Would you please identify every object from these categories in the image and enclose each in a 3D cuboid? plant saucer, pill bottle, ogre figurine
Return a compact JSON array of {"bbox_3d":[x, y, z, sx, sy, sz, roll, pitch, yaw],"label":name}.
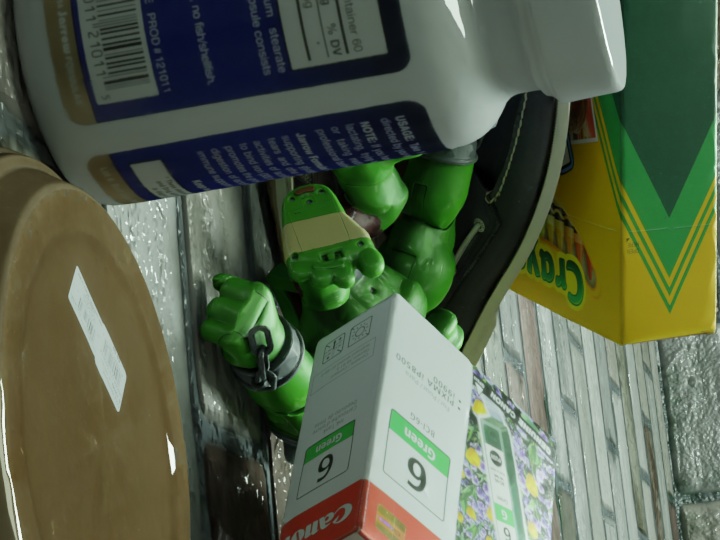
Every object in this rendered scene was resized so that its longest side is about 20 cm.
[{"bbox_3d":[-0.094,0.058,0.696,0.200,0.029,0.202,-9,90,-77],"label":"plant saucer"},{"bbox_3d":[-0.012,-0.093,0.769,0.116,0.198,0.117,-8,90,-78],"label":"pill bottle"},{"bbox_3d":[0.000,0.000,0.989,0.201,0.097,0.120,-74,164,-44],"label":"ogre figurine"}]

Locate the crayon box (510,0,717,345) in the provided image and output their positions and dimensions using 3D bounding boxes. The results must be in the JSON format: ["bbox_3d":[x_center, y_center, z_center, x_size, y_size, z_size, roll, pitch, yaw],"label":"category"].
[{"bbox_3d":[0.112,-0.069,1.111,0.200,0.058,0.174,-150,-122,-68],"label":"crayon box"}]

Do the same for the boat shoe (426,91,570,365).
[{"bbox_3d":[0.052,-0.029,1.071,0.073,0.062,0.201,-85,-168,-50],"label":"boat shoe"}]

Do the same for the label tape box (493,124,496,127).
[{"bbox_3d":[-0.006,-0.112,0.935,0.200,0.143,0.064,-71,150,-64],"label":"label tape box"}]

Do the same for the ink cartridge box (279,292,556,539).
[{"bbox_3d":[0.023,0.115,0.845,0.109,0.050,0.201,42,33,-25],"label":"ink cartridge box"}]

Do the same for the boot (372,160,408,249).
[{"bbox_3d":[0.025,-0.078,1.169,0.147,0.070,0.201,-106,-166,-45],"label":"boot"}]

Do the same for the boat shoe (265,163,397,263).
[{"bbox_3d":[-0.012,-0.057,1.055,0.072,0.064,0.202,-68,148,-69],"label":"boat shoe"}]
